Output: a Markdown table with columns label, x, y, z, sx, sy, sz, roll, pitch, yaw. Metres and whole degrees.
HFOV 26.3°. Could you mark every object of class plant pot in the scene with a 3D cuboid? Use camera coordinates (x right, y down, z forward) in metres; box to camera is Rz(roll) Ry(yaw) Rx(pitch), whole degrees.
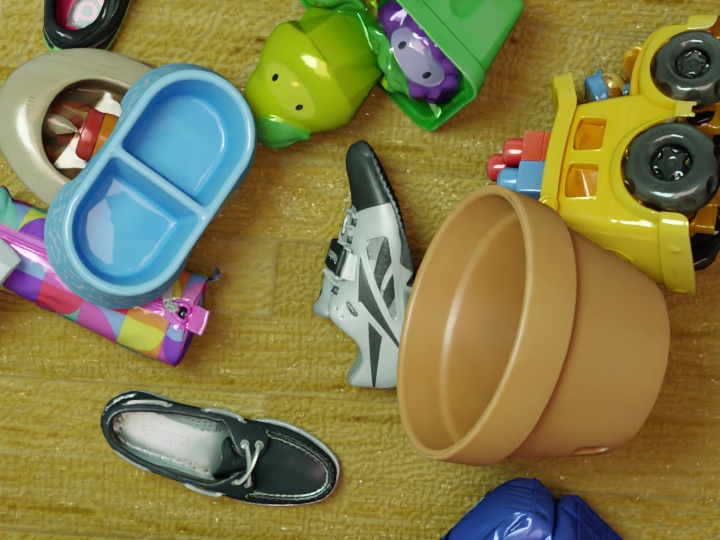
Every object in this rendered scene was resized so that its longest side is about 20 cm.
| label | x | y | z | sx | sy | sz | roll | pitch | yaw |
| --- | --- | --- | --- | --- | --- | --- | --- | --- | --- |
| plant pot | 0.131 | 0.052 | 1.119 | 0.139 | 0.200 | 0.202 | 15 | 93 | -20 |

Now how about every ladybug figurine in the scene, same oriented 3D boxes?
| label | x | y | z | sx | sy | sz | roll | pitch | yaw |
| --- | --- | --- | --- | --- | --- | --- | --- | --- | --- |
| ladybug figurine | -0.188 | -0.095 | 1.201 | 0.199 | 0.072 | 0.137 | 24 | 80 | -13 |

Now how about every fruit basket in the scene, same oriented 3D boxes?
| label | x | y | z | sx | sy | sz | roll | pitch | yaw |
| --- | --- | --- | --- | --- | --- | --- | --- | --- | --- |
| fruit basket | -0.007 | -0.183 | 1.187 | 0.214 | 0.155 | 0.218 | 3 | 80 | -15 |

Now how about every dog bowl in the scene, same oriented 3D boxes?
| label | x | y | z | sx | sy | sz | roll | pitch | yaw |
| --- | --- | --- | --- | --- | --- | --- | --- | --- | --- |
| dog bowl | -0.152 | -0.064 | 1.146 | 0.111 | 0.050 | 0.201 | 36 | 82 | -13 |

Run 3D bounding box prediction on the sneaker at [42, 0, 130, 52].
| label | x | y | z | sx | sy | sz | roll | pitch | yaw |
| --- | --- | --- | --- | --- | --- | --- | --- | --- | --- |
| sneaker | -0.194 | -0.257 | 1.194 | 0.076 | 0.084 | 0.202 | 16 | 93 | -4 |

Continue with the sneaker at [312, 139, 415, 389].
| label | x | y | z | sx | sy | sz | roll | pitch | yaw |
| --- | --- | --- | --- | --- | --- | --- | --- | --- | --- |
| sneaker | 0.000 | 0.000 | 1.224 | 0.088 | 0.074 | 0.202 | -12 | 97 | 1 |

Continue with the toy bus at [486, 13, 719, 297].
| label | x | y | z | sx | sy | sz | roll | pitch | yaw |
| --- | --- | --- | --- | --- | --- | --- | --- | --- | --- |
| toy bus | 0.194 | -0.095 | 1.204 | 0.190 | 0.136 | 0.202 | 6 | 67 | 19 |

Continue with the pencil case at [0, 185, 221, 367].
| label | x | y | z | sx | sy | sz | roll | pitch | yaw |
| --- | --- | --- | --- | --- | --- | --- | --- | --- | --- |
| pencil case | -0.212 | 0.005 | 1.210 | 0.199 | 0.088 | 0.089 | 21 | 92 | -3 |

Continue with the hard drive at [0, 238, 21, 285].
| label | x | y | z | sx | sy | sz | roll | pitch | yaw |
| --- | --- | --- | --- | --- | --- | --- | --- | --- | --- |
| hard drive | -0.364 | 0.013 | 1.187 | 0.132 | 0.027 | 0.200 | 43 | 118 | -4 |

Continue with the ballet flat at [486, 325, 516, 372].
| label | x | y | z | sx | sy | sz | roll | pitch | yaw |
| --- | --- | --- | --- | --- | --- | --- | --- | --- | --- |
| ballet flat | 0.142 | 0.045 | 1.236 | 0.199 | 0.071 | 0.071 | -25 | 94 | -6 |

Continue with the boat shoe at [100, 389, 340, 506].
| label | x | y | z | sx | sy | sz | roll | pitch | yaw |
| --- | --- | --- | --- | --- | --- | --- | --- | --- | --- |
| boat shoe | -0.113 | 0.148 | 1.234 | 0.198 | 0.060 | 0.076 | 12 | 93 | -3 |

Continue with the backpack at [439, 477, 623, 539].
| label | x | y | z | sx | sy | sz | roll | pitch | yaw |
| --- | --- | --- | --- | --- | --- | --- | --- | --- | --- |
| backpack | 0.117 | 0.277 | 1.209 | 0.168 | 0.162 | 0.200 | 44 | 103 | 5 |
